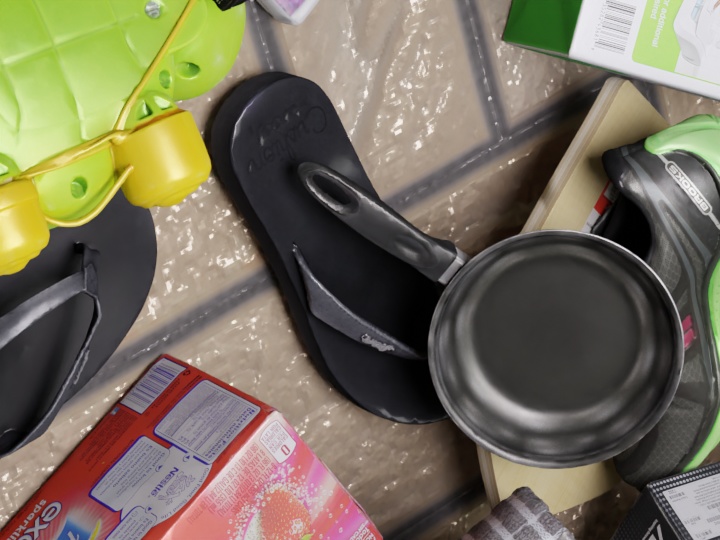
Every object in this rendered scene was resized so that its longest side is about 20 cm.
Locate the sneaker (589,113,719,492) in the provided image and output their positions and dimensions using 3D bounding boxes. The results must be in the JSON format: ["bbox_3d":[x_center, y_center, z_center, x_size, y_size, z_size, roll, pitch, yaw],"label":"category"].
[{"bbox_3d":[0.133,0.017,1.185,0.083,0.077,0.201,-6,122,-12],"label":"sneaker"}]

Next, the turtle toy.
[{"bbox_3d":[-0.126,-0.082,1.003,0.199,0.101,0.147,-24,92,-30],"label":"turtle toy"}]

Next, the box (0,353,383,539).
[{"bbox_3d":[-0.100,0.147,1.087,0.200,0.099,0.096,-48,124,-15],"label":"box"}]

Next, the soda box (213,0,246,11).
[{"bbox_3d":[-0.078,-0.206,0.976,0.071,0.063,0.201,-36,92,-22],"label":"soda box"}]

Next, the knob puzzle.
[{"bbox_3d":[0.109,0.029,1.229,0.219,0.030,0.221,-25,126,-40],"label":"knob puzzle"}]

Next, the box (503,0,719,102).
[{"bbox_3d":[0.184,-0.177,1.169,0.175,0.097,0.202,12,96,-19],"label":"box"}]

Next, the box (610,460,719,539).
[{"bbox_3d":[0.201,0.147,1.281,0.199,0.044,0.161,-13,146,-32],"label":"box"}]

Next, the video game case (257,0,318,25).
[{"bbox_3d":[-0.026,-0.239,1.081,0.201,0.024,0.182,-53,126,-12],"label":"video game case"}]

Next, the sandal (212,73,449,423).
[{"bbox_3d":[-0.001,0.000,1.142,0.076,0.043,0.200,-48,124,-16],"label":"sandal"}]

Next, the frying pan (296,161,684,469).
[{"bbox_3d":[0.051,0.024,1.127,0.188,0.031,0.116,15,111,-1],"label":"frying pan"}]

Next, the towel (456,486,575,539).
[{"bbox_3d":[0.033,0.172,1.118,0.165,0.200,0.086,-40,86,-3],"label":"towel"}]

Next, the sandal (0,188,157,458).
[{"bbox_3d":[-0.150,0.046,1.059,0.201,0.043,0.076,-52,125,-12],"label":"sandal"}]
